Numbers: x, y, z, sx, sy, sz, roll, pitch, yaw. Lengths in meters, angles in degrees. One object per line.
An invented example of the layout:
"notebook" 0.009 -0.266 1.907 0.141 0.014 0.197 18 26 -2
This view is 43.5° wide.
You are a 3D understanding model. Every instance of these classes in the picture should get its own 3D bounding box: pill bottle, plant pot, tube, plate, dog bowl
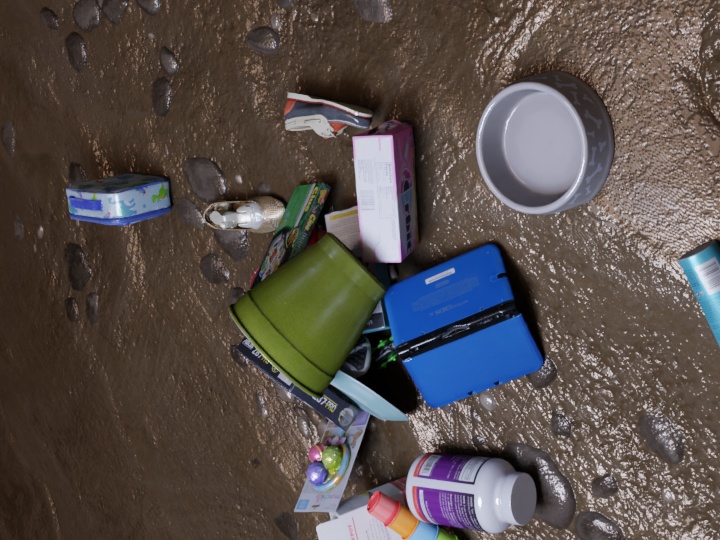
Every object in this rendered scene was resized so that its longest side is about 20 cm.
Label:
"pill bottle" 0.175 0.352 1.432 0.198 0.112 0.115 -4 101 42
"plant pot" -0.067 0.053 1.382 0.193 0.200 0.200 -47 68 2
"tube" 0.466 0.063 1.126 0.077 0.050 0.203 -28 89 47
"plate" -0.008 0.207 1.516 0.198 0.200 0.026 26 77 34
"dog bowl" 0.244 -0.170 1.240 0.198 0.058 0.204 14 112 39

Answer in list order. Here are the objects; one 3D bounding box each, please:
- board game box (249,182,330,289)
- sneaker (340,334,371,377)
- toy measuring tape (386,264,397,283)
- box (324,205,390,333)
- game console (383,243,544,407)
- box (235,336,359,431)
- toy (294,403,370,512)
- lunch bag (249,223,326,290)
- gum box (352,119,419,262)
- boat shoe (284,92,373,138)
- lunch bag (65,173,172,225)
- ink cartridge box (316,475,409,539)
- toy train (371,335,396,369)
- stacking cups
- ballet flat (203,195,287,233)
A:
"board game box" -0.120 -0.054 1.530 0.104 0.023 0.203 2 65 62
"sneaker" -0.025 0.148 1.547 0.200 0.074 0.083 -145 38 -68
"toy measuring tape" -0.021 0.044 1.537 0.199 0.073 0.075 -34 81 43
"box" 0.000 0.000 1.479 0.081 0.049 0.204 -12 82 27
"game console" 0.155 0.086 1.377 0.197 0.118 0.173 -23 57 16
"box" -0.113 0.194 1.590 0.161 0.049 0.199 45 168 -37
"toy" -0.057 0.321 1.583 0.047 0.202 0.114 43 144 -26
"lunch bag" -0.116 0.014 1.571 0.199 0.081 0.178 -40 34 35
"gum box" 0.041 -0.125 1.388 0.065 0.113 0.204 1 106 19
"boat shoe" -0.055 -0.247 1.472 0.198 0.070 0.064 20 101 43
"lunch bag" -0.498 -0.145 1.847 0.197 0.160 0.084 8 109 39
"ink cartridge box" 0.018 0.444 1.541 0.067 0.197 0.119 -176 71 -70
"toy train" 0.082 0.101 1.474 0.042 0.056 0.200 52 132 4
"stacking cups" 0.099 0.435 1.506 0.199 0.061 0.061 36 130 -7
"ballet flat" -0.220 -0.099 1.676 0.197 0.065 0.072 -2 102 42
